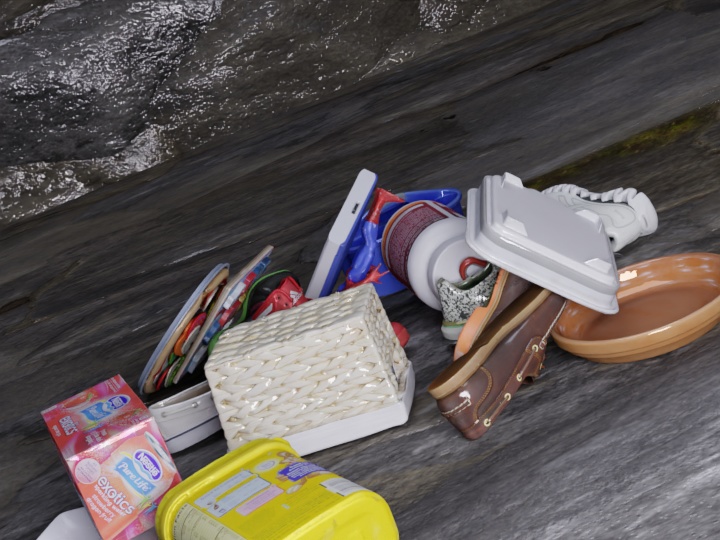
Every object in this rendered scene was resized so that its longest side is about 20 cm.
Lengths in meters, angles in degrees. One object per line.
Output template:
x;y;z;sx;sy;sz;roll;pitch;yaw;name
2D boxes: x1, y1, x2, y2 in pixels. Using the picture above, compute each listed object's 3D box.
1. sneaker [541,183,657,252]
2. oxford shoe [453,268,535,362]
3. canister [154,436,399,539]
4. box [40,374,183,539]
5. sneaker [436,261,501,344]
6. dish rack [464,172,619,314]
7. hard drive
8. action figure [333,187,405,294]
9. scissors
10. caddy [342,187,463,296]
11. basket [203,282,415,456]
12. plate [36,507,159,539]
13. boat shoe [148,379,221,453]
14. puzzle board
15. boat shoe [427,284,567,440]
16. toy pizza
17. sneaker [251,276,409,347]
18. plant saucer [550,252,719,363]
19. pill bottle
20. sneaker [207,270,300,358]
0.264;-0.057;1.744;0.081;0.076;0.199;-41;23;-29;sneaker
0.173;0.040;1.514;0.072;0.072;0.201;18;56;25;oxford shoe
-0.074;0.224;1.232;0.148;0.087;0.199;-29;19;-24;canister
-0.248;0.187;1.435;0.094;0.104;0.200;-25;15;-14;box
0.171;0.010;1.600;0.198;0.089;0.077;-24;16;-10;sneaker
0.192;-0.038;1.476;0.170;0.044;0.200;24;21;-5;dish rack
-0.034;-0.013;1.768;0.201;0.025;0.133;113;-179;-47;hard drive
0.000;0.000;1.751;0.202;0.051;0.065;-64;13;2;action figure
0.207;-0.005;1.649;0.198;0.074;0.014;9;20;-24;scissors
0.051;-0.049;1.914;0.199;0.106;0.141;-26;18;-17;caddy
-0.055;0.110;1.507;0.198;0.124;0.136;-19;15;11;basket
-0.250;0.279;1.377;0.198;0.033;0.200;-15;18;22;plate
-0.149;0.130;1.626;0.199;0.070;0.071;-29;10;-1;boat shoe
-0.174;0.056;1.860;0.152;0.017;0.200;-60;-3;20;puzzle board
0.145;0.086;1.405;0.200;0.070;0.070;-43;5;-31;boat shoe
-0.218;0.079;1.829;0.201;0.032;0.200;-57;-1;-2;toy pizza
-0.047;0.062;1.664;0.198;0.117;0.078;-15;18;27;sneaker
0.289;0.041;1.446;0.198;0.038;0.200;-21;15;6;plant saucer
0.100;-0.015;1.731;0.112;0.114;0.200;-23;16;-7;pill bottle
-0.118;0.071;1.828;0.083;0.077;0.200;-5;32;29;sneaker
